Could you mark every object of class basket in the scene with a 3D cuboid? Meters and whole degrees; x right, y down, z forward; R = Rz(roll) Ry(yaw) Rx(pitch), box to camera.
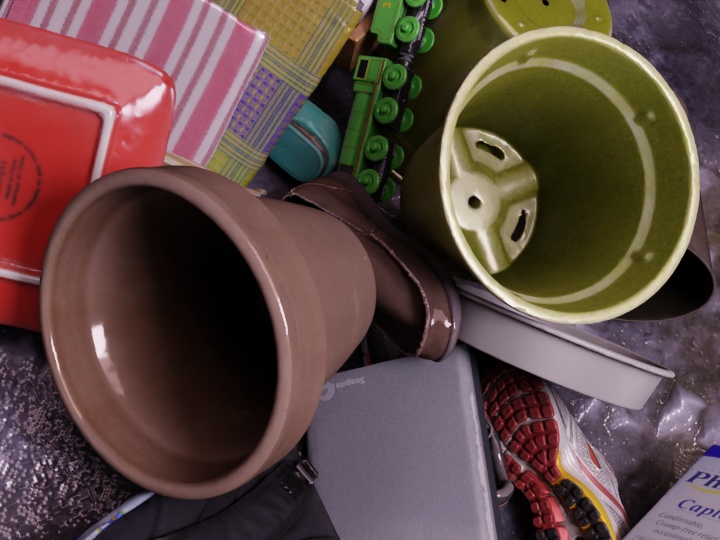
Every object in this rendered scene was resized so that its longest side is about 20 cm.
[{"bbox_3d":[0.250,-0.074,0.922,0.179,0.136,0.201,16,54,5],"label":"basket"}]

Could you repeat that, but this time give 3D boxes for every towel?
[{"bbox_3d":[-0.188,-0.175,0.778,0.199,0.147,0.030,29,19,-10],"label":"towel"},{"bbox_3d":[-0.101,-0.179,0.797,0.143,0.201,0.023,35,18,0],"label":"towel"}]

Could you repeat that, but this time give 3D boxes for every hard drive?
[{"bbox_3d":[0.031,0.165,0.713,0.033,0.139,0.201,38,41,-58],"label":"hard drive"}]

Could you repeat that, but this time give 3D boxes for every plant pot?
[{"bbox_3d":[-0.081,0.026,0.640,0.201,0.200,0.174,56,31,9],"label":"plant pot"},{"bbox_3d":[0.121,-0.188,0.881,0.199,0.193,0.202,10,62,-19],"label":"plant pot"},{"bbox_3d":[0.118,-0.061,0.740,0.199,0.184,0.202,1,88,-17],"label":"plant pot"}]

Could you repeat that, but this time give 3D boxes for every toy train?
[{"bbox_3d":[0.019,-0.151,0.818,0.042,0.056,0.202,16,89,-60],"label":"toy train"}]

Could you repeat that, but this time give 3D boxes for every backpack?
[{"bbox_3d":[-0.115,0.213,0.621,0.200,0.153,0.164,-22,80,-53],"label":"backpack"}]

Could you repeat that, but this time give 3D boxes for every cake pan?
[{"bbox_3d":[0.140,0.055,0.752,0.199,0.200,0.037,21,94,-13],"label":"cake pan"}]

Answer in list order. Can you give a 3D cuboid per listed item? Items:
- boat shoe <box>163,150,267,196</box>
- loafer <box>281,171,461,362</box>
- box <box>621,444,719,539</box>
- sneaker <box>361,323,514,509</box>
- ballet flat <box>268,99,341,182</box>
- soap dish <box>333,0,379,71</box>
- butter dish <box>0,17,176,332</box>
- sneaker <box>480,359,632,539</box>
[{"bbox_3d":[-0.102,-0.041,0.792,0.200,0.072,0.076,37,42,-12],"label":"boat shoe"},{"bbox_3d":[0.000,0.000,0.733,0.071,0.073,0.200,-9,40,-34],"label":"loafer"},{"bbox_3d":[0.285,0.270,0.741,0.199,0.105,0.185,-32,111,-33],"label":"box"},{"bbox_3d":[0.071,0.104,0.781,0.077,0.082,0.201,-20,75,-30],"label":"sneaker"},{"bbox_3d":[-0.097,-0.154,0.853,0.200,0.067,0.070,40,32,-2],"label":"ballet flat"},{"bbox_3d":[-0.014,-0.283,0.911,0.157,0.081,0.200,30,55,17],"label":"soap dish"},{"bbox_3d":[-0.245,-0.074,0.698,0.198,0.148,0.201,14,100,-11],"label":"butter dish"},{"bbox_3d":[0.161,0.161,0.810,0.082,0.078,0.201,8,54,-52],"label":"sneaker"}]
